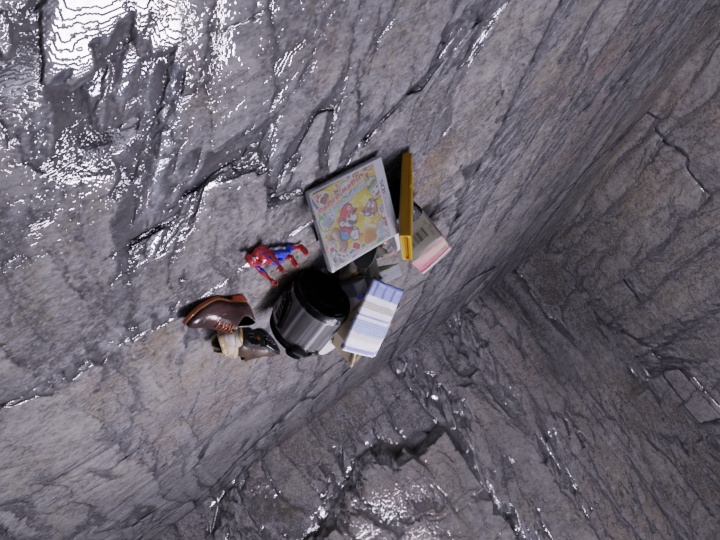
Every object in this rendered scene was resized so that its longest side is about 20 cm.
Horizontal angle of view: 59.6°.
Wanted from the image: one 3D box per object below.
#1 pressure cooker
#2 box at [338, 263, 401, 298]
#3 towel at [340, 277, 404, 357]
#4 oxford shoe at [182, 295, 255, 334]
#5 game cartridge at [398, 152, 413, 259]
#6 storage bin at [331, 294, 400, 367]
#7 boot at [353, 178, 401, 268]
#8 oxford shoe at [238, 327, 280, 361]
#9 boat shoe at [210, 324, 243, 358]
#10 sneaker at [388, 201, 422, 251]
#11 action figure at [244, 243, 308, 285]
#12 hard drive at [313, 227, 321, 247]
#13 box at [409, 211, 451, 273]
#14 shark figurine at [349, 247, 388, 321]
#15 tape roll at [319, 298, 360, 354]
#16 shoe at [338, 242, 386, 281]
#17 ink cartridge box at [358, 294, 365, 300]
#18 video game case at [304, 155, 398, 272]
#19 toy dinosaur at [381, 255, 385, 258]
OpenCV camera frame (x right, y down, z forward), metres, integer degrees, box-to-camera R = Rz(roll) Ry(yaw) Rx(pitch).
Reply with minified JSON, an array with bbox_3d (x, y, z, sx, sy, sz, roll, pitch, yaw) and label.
[{"bbox_3d":[-0.140,0.124,1.637,0.175,0.179,0.201,-20,155,-54],"label":"pressure cooker"},{"bbox_3d":[0.002,0.034,1.822,0.198,0.042,0.154,-22,-172,-41],"label":"box"},{"bbox_3d":[0.030,0.125,1.625,0.145,0.024,0.204,19,97,-50],"label":"towel"},{"bbox_3d":[-0.309,0.105,1.407,0.071,0.073,0.198,-48,162,28],"label":"oxford shoe"},{"bbox_3d":[0.112,-0.148,1.497,0.032,0.206,0.177,3,165,7],"label":"game cartridge"},{"bbox_3d":[0.015,0.155,1.786,0.198,0.094,0.201,-44,169,-15],"label":"storage bin"},{"bbox_3d":[0.051,-0.113,1.505,0.173,0.068,0.205,-24,130,-64],"label":"boot"},{"bbox_3d":[-0.292,0.210,1.728,0.084,0.073,0.199,-39,151,12],"label":"oxford shoe"},{"bbox_3d":[-0.334,0.173,1.548,0.067,0.076,0.200,-4,160,-19],"label":"boat shoe"},{"bbox_3d":[0.124,-0.129,1.736,0.111,0.074,0.201,-35,161,-8],"label":"sneaker"},{"bbox_3d":[-0.174,-0.010,1.374,0.065,0.100,0.199,-46,160,22],"label":"action figure"},{"bbox_3d":[-0.039,-0.099,1.519,0.134,0.043,0.200,-41,163,5],"label":"hard drive"},{"bbox_3d":[0.191,-0.083,1.935,0.127,0.110,0.200,-41,163,6],"label":"box"},{"bbox_3d":[0.012,0.018,1.671,0.126,0.221,0.089,-4,176,-39],"label":"shark figurine"},{"bbox_3d":[-0.074,0.161,1.909,0.202,0.071,0.203,-43,164,-15],"label":"tape roll"},{"bbox_3d":[0.000,-0.050,1.725,0.200,0.053,0.071,-45,-155,25],"label":"shoe"},{"bbox_3d":[-0.009,0.121,2.093,0.135,0.077,0.201,-18,152,-50],"label":"ink cartridge box"},{"bbox_3d":[-0.013,-0.122,1.353,0.198,0.023,0.186,-30,118,-27],"label":"video game case"},{"bbox_3d":[0.039,-0.058,1.803,0.102,0.058,0.200,-52,173,-8],"label":"toy dinosaur"}]
